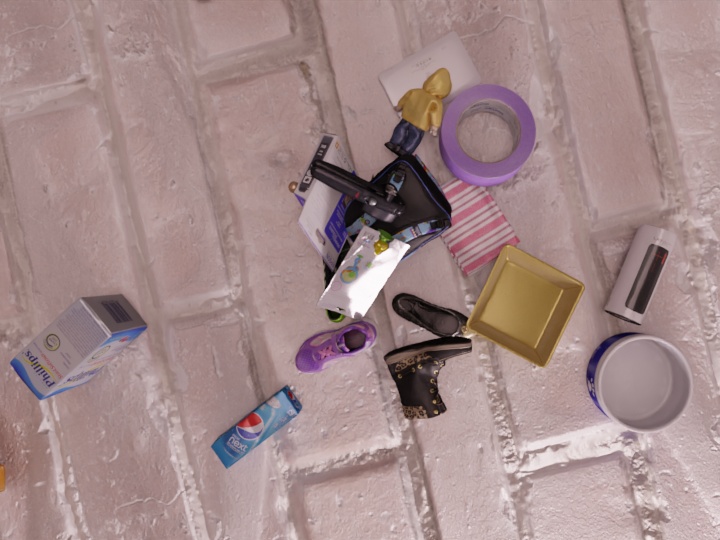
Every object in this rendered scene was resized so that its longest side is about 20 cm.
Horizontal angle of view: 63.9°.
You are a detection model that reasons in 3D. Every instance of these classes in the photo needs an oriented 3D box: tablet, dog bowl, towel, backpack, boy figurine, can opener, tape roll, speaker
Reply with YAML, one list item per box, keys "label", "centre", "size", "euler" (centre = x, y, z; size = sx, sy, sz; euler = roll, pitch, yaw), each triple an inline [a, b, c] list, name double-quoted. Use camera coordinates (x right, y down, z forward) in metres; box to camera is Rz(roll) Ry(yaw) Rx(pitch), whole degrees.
- label: "tablet"
  centre: [0.152, -0.421, 1.271]
  size: [0.198, 0.014, 0.132]
  euler: [-29, 90, 2]
- label: "dog bowl"
  centre: [0.590, 0.235, 1.229]
  size: [0.196, 0.079, 0.205]
  euler: [0, 90, 2]
- label: "towel"
  centre: [0.239, -0.108, 1.262]
  size: [0.145, 0.030, 0.202]
  euler: [-32, 89, 1]
- label: "backpack"
  centre: [0.072, -0.119, 1.203]
  size: [0.199, 0.135, 0.183]
  euler: [-37, 102, 24]
- label: "boy figurine"
  centre: [0.125, -0.338, 1.231]
  size: [0.123, 0.064, 0.202]
  euler: [32, 96, 31]
- label: "can opener"
  centre: [-0.004, -0.149, 1.077]
  size: [0.197, 0.064, 0.079]
  euler: [24, 115, -20]
- label: "tape roll"
  centre: [0.267, -0.286, 1.230]
  size: [0.196, 0.066, 0.205]
  euler: [0, 84, 3]
- label: "speaker"
  centre: [0.594, 0.008, 1.226]
  size: [0.080, 0.081, 0.203]
  euler: [23, 91, 2]

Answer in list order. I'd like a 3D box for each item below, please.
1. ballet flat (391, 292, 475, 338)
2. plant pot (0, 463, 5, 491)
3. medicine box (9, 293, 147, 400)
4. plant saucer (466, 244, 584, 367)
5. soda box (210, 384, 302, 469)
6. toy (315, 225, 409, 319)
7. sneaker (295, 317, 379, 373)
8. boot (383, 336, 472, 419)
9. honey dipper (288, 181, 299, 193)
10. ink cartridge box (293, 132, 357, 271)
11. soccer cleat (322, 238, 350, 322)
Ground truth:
- label: "ballet flat"
  centre: [0.159, 0.105, 1.251]
  size: [0.197, 0.057, 0.068]
  euler: [20, 91, -3]
- label: "plant pot"
  centre: [-0.875, 0.393, 1.236]
  size: [0.196, 0.200, 0.187]
  euler: [-11, 74, 2]
- label: "medicine box"
  centre: [-0.583, 0.153, 1.216]
  size: [0.199, 0.182, 0.103]
  euler: [-42, 89, 2]
- label: "plant saucer"
  centre: [0.350, 0.075, 1.247]
  size: [0.197, 0.048, 0.203]
  euler: [27, 90, -2]
- label: "soda box"
  centre: [-0.225, 0.339, 1.262]
  size: [0.199, 0.068, 0.065]
  euler: [-38, 89, 2]
- label: "toy"
  centre: [0.000, 0.000, 1.178]
  size: [0.114, 0.048, 0.201]
  euler: [20, 119, -29]
- label: "sneaker"
  centre: [-0.054, 0.164, 1.246]
  size: [0.197, 0.088, 0.082]
  euler: [-24, 91, 3]
- label: "boot"
  centre: [0.157, 0.229, 1.236]
  size: [0.196, 0.073, 0.154]
  euler: [-15, 91, 17]
- label: "honey dipper"
  centre: [-0.120, -0.158, 1.188]
  size: [0.037, 0.200, 0.039]
  euler: [0, 92, 2]
- label: "ink cartridge box"
  centre: [-0.066, -0.132, 1.165]
  size: [0.043, 0.199, 0.203]
  euler: [12, 66, 25]
- label: "soccer cleat"
  centre: [-0.050, 0.011, 1.247]
  size: [0.066, 0.081, 0.205]
  euler: [-1, 90, 2]
